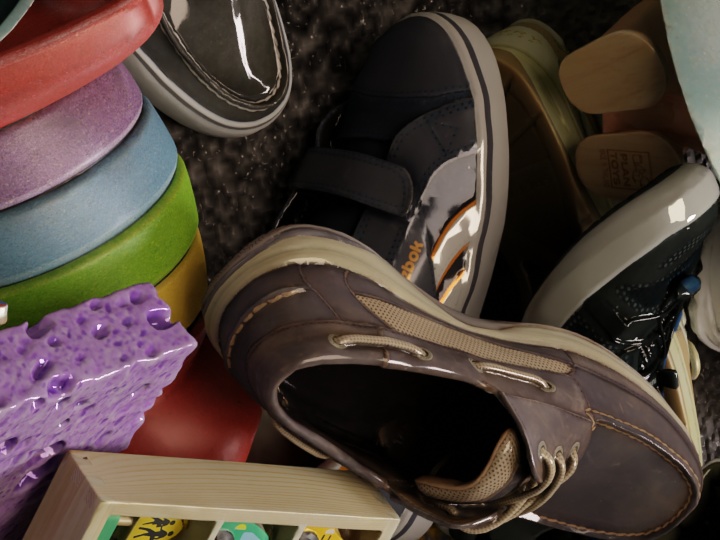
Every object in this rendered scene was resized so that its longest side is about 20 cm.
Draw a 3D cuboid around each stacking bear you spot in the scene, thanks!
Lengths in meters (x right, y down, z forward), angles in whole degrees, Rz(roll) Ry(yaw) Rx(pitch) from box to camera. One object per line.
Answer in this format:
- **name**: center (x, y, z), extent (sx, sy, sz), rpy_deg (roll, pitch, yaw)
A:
- **stacking bear**: center (-0.096, 0.003, 0.987), extent (0.113, 0.121, 0.201), rpy_deg (-28, 115, -13)

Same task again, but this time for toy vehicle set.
- **toy vehicle set**: center (-0.082, 0.149, 0.969), extent (0.124, 0.027, 0.201), rpy_deg (6, 122, -39)

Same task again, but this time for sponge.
- **sponge**: center (-0.149, 0.069, 0.871), extent (0.200, 0.112, 0.030), rpy_deg (-20, 66, -43)

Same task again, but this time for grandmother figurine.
- **grandmother figurine**: center (0.143, -0.095, 1.133), extent (0.200, 0.060, 0.122), rpy_deg (-46, 139, -48)

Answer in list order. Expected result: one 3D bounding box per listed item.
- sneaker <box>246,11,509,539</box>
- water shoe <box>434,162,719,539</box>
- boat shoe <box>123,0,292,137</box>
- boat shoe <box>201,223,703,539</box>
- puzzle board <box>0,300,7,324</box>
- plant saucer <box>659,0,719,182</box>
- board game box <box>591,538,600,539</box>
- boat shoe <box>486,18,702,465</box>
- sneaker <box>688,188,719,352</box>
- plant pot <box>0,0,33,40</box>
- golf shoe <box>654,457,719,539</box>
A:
- **sneaker**: center (0.000, 0.000, 1.062), extent (0.079, 0.078, 0.201), rpy_deg (9, 87, -38)
- **water shoe**: center (0.095, 0.043, 1.061), extent (0.079, 0.200, 0.071), rpy_deg (44, 45, 13)
- **boat shoe**: center (-0.076, -0.135, 1.024), extent (0.069, 0.057, 0.201), rpy_deg (-38, 110, -27)
- **boat shoe**: center (0.034, 0.057, 0.971), extent (0.199, 0.073, 0.075), rpy_deg (22, 121, -27)
- **puzzle board**: center (-0.227, 0.002, 0.873), extent (0.199, 0.150, 0.017), rpy_deg (-5, 103, -32)
- **plant saucer**: center (0.184, -0.072, 1.090), extent (0.201, 0.039, 0.202), rpy_deg (32, 46, -40)
- **board game box**: center (0.096, 0.244, 1.140), extent (0.200, 0.056, 0.196), rpy_deg (-48, 114, -23)
- **boat shoe**: center (0.089, 0.001, 1.128), extent (0.063, 0.073, 0.201), rpy_deg (-36, 104, -53)
- **sneaker**: center (0.199, 0.023, 1.144), extent (0.200, 0.099, 0.078), rpy_deg (48, 63, -49)
- **plant pot**: center (-0.204, -0.116, 0.882), extent (0.199, 0.134, 0.201), rpy_deg (9, 69, -24)
- **golf shoe**: center (0.154, 0.106, 1.082), extent (0.200, 0.078, 0.098), rpy_deg (-40, 131, -47)
